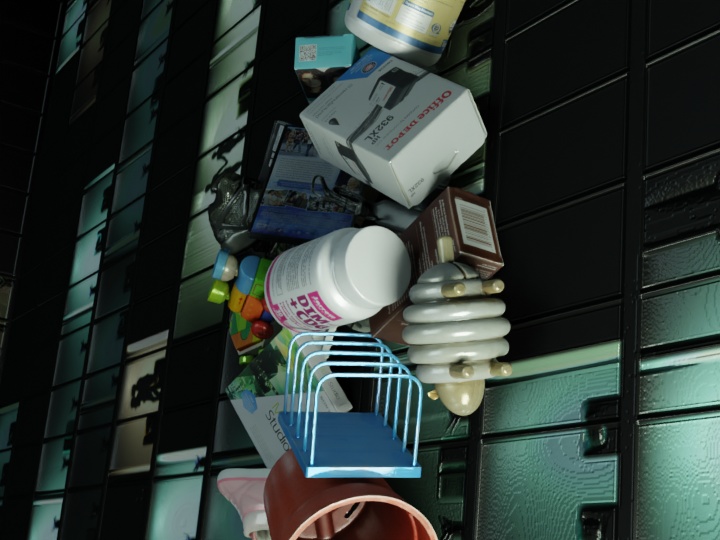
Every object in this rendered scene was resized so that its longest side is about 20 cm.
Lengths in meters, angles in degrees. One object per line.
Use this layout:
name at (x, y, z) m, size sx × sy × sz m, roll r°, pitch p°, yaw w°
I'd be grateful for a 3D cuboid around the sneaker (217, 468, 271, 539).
sneaker at (-0.159, 0.348, 1.717) m, size 0.199 × 0.075 × 0.106 m, roll -15°, pitch 60°, yaw 53°

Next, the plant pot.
plant pot at (-0.027, 0.311, 1.409) m, size 0.203 × 0.198 × 0.195 m, roll -68°, pitch 22°, yaw 13°

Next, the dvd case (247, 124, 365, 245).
dvd case at (-0.064, -0.118, 1.627) m, size 0.018 × 0.140 × 0.202 m, roll 79°, pitch -158°, yaw -54°

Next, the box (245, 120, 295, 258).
box at (-0.122, -0.125, 1.810) m, size 0.158 × 0.049 × 0.203 m, roll -27°, pitch -45°, yaw -81°

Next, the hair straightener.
hair straightener at (0.010, -0.088, 1.528) m, size 0.198 × 0.077 × 0.041 m, roll 27°, pitch 94°, yaw 29°

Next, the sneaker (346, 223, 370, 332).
sneaker at (0.000, 0.000, 1.600) m, size 0.075 × 0.078 × 0.202 m, roll -45°, pitch 46°, yaw 32°

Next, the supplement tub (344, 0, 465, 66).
supplement tub at (0.077, -0.392, 1.565) m, size 0.202 × 0.143 × 0.145 m, roll -65°, pitch 31°, yaw 18°

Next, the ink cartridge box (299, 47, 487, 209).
ink cartridge box at (0.040, -0.186, 1.496) m, size 0.145 × 0.084 × 0.199 m, roll -43°, pitch 43°, yaw -14°

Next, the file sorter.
file sorter at (-0.013, 0.158, 1.420) m, size 0.200 × 0.136 × 0.125 m, roll -140°, pitch 55°, yaw -73°

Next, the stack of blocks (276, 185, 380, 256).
stack of blocks at (-0.053, -0.082, 1.741) m, size 0.201 × 0.058 × 0.116 m, roll -59°, pitch 33°, yaw 28°

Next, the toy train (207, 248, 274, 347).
toy train at (-0.174, 0.048, 1.725) m, size 0.201 × 0.114 × 0.086 m, roll 118°, pitch 170°, yaw -52°

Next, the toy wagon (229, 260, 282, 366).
toy wagon at (-0.172, 0.075, 1.898) m, size 0.199 × 0.039 × 0.158 m, roll -24°, pitch 57°, yaw 54°

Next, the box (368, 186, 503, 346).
box at (0.086, 0.000, 1.452) m, size 0.200 × 0.074 × 0.101 m, roll -43°, pitch 43°, yaw 41°

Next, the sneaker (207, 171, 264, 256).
sneaker at (-0.141, -0.111, 1.690) m, size 0.198 × 0.076 × 0.115 m, roll -30°, pitch 92°, yaw 21°

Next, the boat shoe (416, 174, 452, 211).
boat shoe at (0.054, -0.140, 1.578) m, size 0.200 × 0.071 × 0.069 m, roll 46°, pitch 115°, yaw 49°

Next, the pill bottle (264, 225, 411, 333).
pill bottle at (-0.029, 0.011, 1.460) m, size 0.199 × 0.112 × 0.115 m, roll -19°, pitch 61°, yaw 57°

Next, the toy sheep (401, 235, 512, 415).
toy sheep at (0.109, 0.061, 1.322) m, size 0.137 × 0.136 × 0.204 m, roll -8°, pitch 83°, yaw 58°

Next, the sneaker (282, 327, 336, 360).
sneaker at (-0.084, 0.089, 1.700) m, size 0.076 × 0.080 × 0.203 m, roll 33°, pitch 108°, yaw 58°

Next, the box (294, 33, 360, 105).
box at (-0.033, -0.257, 1.650) m, size 0.200 × 0.081 × 0.050 m, roll 64°, pitch -153°, yaw -67°

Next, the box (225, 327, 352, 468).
box at (-0.107, 0.183, 1.678) m, size 0.200 × 0.036 × 0.145 m, roll -45°, pitch 71°, yaw 41°
